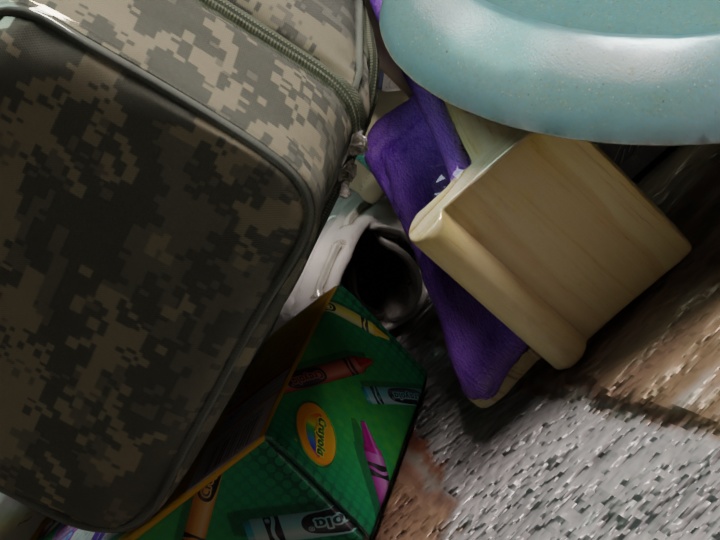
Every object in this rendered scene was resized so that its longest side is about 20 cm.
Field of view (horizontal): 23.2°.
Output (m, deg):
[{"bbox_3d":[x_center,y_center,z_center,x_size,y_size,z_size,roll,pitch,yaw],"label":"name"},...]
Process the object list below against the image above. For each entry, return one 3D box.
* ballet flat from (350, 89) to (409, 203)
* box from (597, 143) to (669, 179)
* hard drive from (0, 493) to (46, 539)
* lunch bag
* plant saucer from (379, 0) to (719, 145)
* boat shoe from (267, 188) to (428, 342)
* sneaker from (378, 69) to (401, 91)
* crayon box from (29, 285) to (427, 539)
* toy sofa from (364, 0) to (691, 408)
[{"bbox_3d":[0.052,-0.072,0.857,0.069,0.070,0.199,-34,-9,41],"label":"ballet flat"},{"bbox_3d":[0.154,-0.130,0.760,0.200,0.048,0.159,-41,14,15],"label":"box"},{"bbox_3d":[-0.140,0.104,0.833,0.131,0.026,0.200,-25,-12,-35],"label":"hard drive"},{"bbox_3d":[-0.080,-0.035,0.634,0.201,0.138,0.168,-60,6,34],"label":"lunch bag"},{"bbox_3d":[0.104,-0.104,0.599,0.198,0.028,0.201,-4,34,3],"label":"plant saucer"},{"bbox_3d":[0.000,0.000,0.812,0.065,0.073,0.200,0,15,23],"label":"boat shoe"},{"bbox_3d":[-0.058,-0.126,0.770,0.115,0.198,0.081,45,131,47],"label":"sneaker"},{"bbox_3d":[-0.071,0.104,0.701,0.200,0.058,0.119,-39,12,27],"label":"crayon box"},{"bbox_3d":[0.034,-0.049,0.659,0.097,0.083,0.201,-40,33,14],"label":"toy sofa"}]
